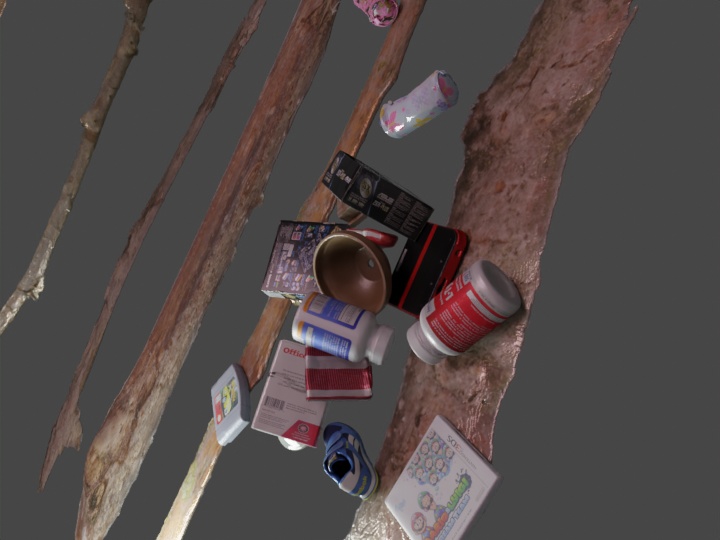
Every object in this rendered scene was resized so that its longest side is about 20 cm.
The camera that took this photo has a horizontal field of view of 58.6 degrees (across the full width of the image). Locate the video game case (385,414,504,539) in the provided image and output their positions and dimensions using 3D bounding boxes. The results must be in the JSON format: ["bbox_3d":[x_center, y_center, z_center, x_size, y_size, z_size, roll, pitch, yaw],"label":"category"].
[{"bbox_3d":[0.139,0.386,1.121,0.200,0.024,0.182,-61,36,8],"label":"video game case"}]

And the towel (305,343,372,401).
[{"bbox_3d":[-0.048,0.185,1.388,0.023,0.143,0.201,98,171,-57],"label":"towel"}]

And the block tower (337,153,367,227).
[{"bbox_3d":[-0.026,-0.210,1.644,0.054,0.058,0.201,-35,47,36],"label":"block tower"}]

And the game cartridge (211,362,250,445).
[{"bbox_3d":[-0.354,0.358,1.759,0.133,0.041,0.200,-45,41,21],"label":"game cartridge"}]

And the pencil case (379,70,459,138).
[{"bbox_3d":[0.136,-0.389,1.512,0.200,0.083,0.091,-22,76,43],"label":"pencil case"}]

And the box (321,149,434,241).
[{"bbox_3d":[0.035,-0.165,1.399,0.086,0.200,0.164,-58,26,11],"label":"box"}]

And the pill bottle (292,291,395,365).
[{"bbox_3d":[-0.033,0.126,1.344,0.199,0.112,0.112,20,85,11],"label":"pill bottle"}]

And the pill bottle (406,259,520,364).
[{"bbox_3d":[0.182,0.081,1.164,0.200,0.112,0.113,-44,41,27],"label":"pill bottle"}]

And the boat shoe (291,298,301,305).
[{"bbox_3d":[-0.130,-0.005,1.662,0.072,0.072,0.201,-3,61,20],"label":"boat shoe"}]

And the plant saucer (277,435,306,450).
[{"bbox_3d":[-0.154,0.318,1.513,0.200,0.050,0.201,-30,49,40],"label":"plant saucer"}]

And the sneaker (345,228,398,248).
[{"bbox_3d":[0.017,-0.034,1.490,0.200,0.078,0.116,8,86,66],"label":"sneaker"}]

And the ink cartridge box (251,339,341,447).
[{"bbox_3d":[-0.136,0.272,1.417,0.084,0.144,0.201,89,-162,-73],"label":"ink cartridge box"}]

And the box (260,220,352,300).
[{"bbox_3d":[-0.133,-0.025,1.605,0.198,0.050,0.201,5,70,23],"label":"box"}]

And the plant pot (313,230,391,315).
[{"bbox_3d":[0.000,0.000,1.404,0.200,0.093,0.202,19,122,33],"label":"plant pot"}]

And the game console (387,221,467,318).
[{"bbox_3d":[0.133,-0.004,1.352,0.177,0.031,0.201,23,88,60],"label":"game console"}]

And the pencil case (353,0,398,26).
[{"bbox_3d":[0.040,-0.778,1.861,0.200,0.086,0.083,-115,27,-47],"label":"pencil case"}]

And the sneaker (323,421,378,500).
[{"bbox_3d":[-0.037,0.374,1.304,0.074,0.082,0.200,-60,34,11],"label":"sneaker"}]
